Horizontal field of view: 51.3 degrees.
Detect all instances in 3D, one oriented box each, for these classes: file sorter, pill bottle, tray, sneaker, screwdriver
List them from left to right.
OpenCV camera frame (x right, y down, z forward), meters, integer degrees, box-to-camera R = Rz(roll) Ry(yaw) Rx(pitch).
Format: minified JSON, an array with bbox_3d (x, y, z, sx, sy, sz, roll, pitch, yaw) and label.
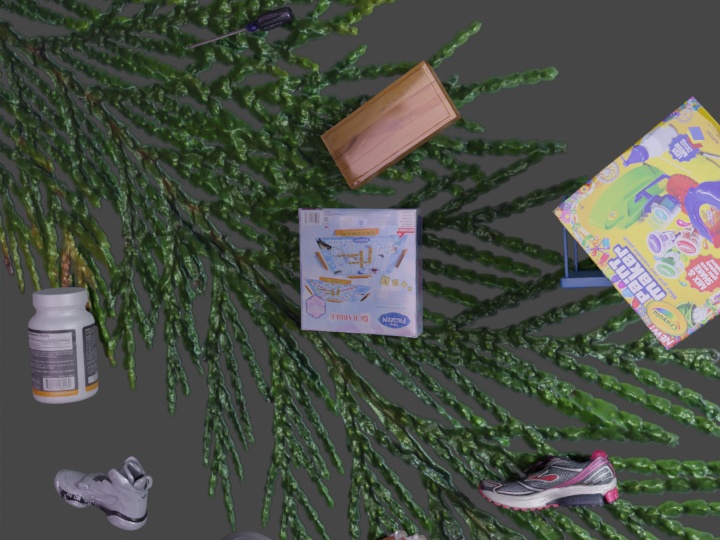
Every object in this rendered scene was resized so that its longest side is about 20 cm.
[{"bbox_3d":[-0.552,0.137,1.392,0.116,0.116,0.201,2,97,21],"label":"pill bottle"},{"bbox_3d":[-0.484,0.400,1.425,0.199,0.075,0.115,23,105,12],"label":"sneaker"},{"bbox_3d":[-0.198,-0.392,1.231,0.199,0.029,0.028,-10,94,26],"label":"screwdriver"},{"bbox_3d":[0.044,-0.220,1.150,0.200,0.037,0.099,-32,85,23],"label":"tray"},{"bbox_3d":[0.275,0.312,1.114,0.199,0.081,0.075,-10,79,15],"label":"sneaker"},{"bbox_3d":[0.371,-0.045,0.991,0.199,0.139,0.123,-3,92,22],"label":"file sorter"}]

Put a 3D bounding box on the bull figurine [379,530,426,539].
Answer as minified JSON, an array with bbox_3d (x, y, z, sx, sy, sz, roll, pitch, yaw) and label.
[{"bbox_3d":[0.092,0.512,1.216,0.200,0.065,0.122,42,106,9],"label":"bull figurine"}]

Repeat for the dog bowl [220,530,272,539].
[{"bbox_3d":[-0.204,0.576,1.345,0.199,0.059,0.201,3,98,22],"label":"dog bowl"}]

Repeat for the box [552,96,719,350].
[{"bbox_3d":[0.364,-0.050,0.857,0.193,0.122,0.200,-42,76,18],"label":"box"}]

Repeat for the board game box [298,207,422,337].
[{"bbox_3d":[0.000,0.000,1.194,0.199,0.041,0.200,3,98,21],"label":"board game box"}]
